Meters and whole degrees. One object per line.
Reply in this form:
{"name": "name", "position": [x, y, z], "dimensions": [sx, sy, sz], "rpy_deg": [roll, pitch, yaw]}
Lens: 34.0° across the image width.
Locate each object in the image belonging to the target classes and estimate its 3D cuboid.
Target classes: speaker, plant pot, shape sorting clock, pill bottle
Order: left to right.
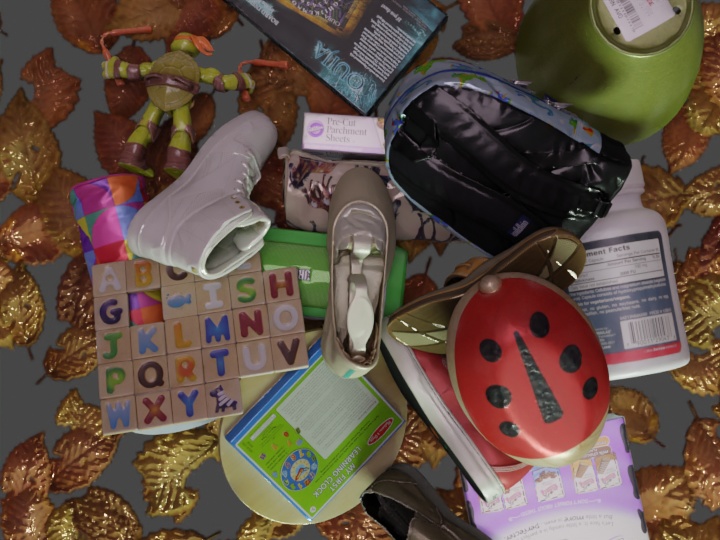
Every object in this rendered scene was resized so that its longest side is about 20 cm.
{"name": "speaker", "position": [-0.055, 0.005, 1.174], "dimensions": [0.198, 0.088, 0.089], "rpy_deg": [6, 88, 3]}
{"name": "shape sorting clock", "position": [-0.045, 0.153, 1.154], "dimensions": [0.198, 0.039, 0.202], "rpy_deg": [-5, 103, -22]}
{"name": "pill bottle", "position": [0.243, 0.000, 1.141], "dimensions": [0.119, 0.120, 0.202], "rpy_deg": [-9, 87, 3]}
{"name": "plant pot", "position": [0.246, -0.223, 1.109], "dimensions": [0.185, 0.200, 0.189], "rpy_deg": [0, 88, 3]}

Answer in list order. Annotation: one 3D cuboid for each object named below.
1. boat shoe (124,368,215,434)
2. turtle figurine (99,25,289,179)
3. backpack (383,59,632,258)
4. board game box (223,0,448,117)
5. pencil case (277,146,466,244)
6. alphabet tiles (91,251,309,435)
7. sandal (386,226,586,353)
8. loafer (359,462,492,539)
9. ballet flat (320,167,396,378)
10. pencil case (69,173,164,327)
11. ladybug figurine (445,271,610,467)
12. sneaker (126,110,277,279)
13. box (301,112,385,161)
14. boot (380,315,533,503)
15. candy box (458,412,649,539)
{"name": "boat shoe", "position": [-0.147, 0.090, 1.161], "dimensions": [0.201, 0.075, 0.086], "rpy_deg": [-20, 53, -13]}
{"name": "turtle figurine", "position": [-0.179, -0.174, 1.185], "dimensions": [0.198, 0.064, 0.163], "rpy_deg": [9, 78, 1]}
{"name": "backpack", "position": [0.113, -0.102, 1.062], "dimensions": [0.199, 0.154, 0.164], "rpy_deg": [19, 123, -22]}
{"name": "board game box", "position": [-0.028, -0.270, 1.211], "dimensions": [0.200, 0.028, 0.135], "rpy_deg": [40, 91, 3]}
{"name": "pencil case", "position": [0.014, -0.078, 1.175], "dimensions": [0.198, 0.078, 0.090], "rpy_deg": [5, 108, 3]}
{"name": "alphabet tiles", "position": [-0.152, 0.059, 1.112], "dimensions": [0.198, 0.008, 0.169], "rpy_deg": [-9, 71, 2]}
{"name": "sandal", "position": [0.113, 0.014, 1.057], "dimensions": [0.199, 0.054, 0.080], "rpy_deg": [-34, 124, 26]}
{"name": "loafer", "position": [0.069, 0.267, 1.123], "dimensions": [0.200, 0.069, 0.076], "rpy_deg": [40, 126, 38]}
{"name": "ballet flat", "position": [0.000, 0.000, 1.097], "dimensions": [0.069, 0.069, 0.202], "rpy_deg": [2, 86, 3]}
{"name": "pencil case", "position": [-0.237, 0.004, 1.186], "dimensions": [0.088, 0.088, 0.202], "rpy_deg": [-13, 86, 2]}
{"name": "ladybug figurine", "position": [0.148, 0.092, 1.017], "dimensions": [0.135, 0.072, 0.201], "rpy_deg": [-29, 112, 4]}
{"name": "sneaker", "position": [-0.117, -0.069, 1.134], "dimensions": [0.115, 0.074, 0.200], "rpy_deg": [21, 58, 31]}
{"name": "box", "position": [0.040, -0.132, 1.197], "dimensions": [0.198, 0.039, 0.042], "rpy_deg": [5, 86, 3]}
{"name": "boot", "position": [0.117, 0.099, 1.125], "dimensions": [0.144, 0.072, 0.200], "rpy_deg": [-36, 76, -8]}
{"name": "candy box", "position": [0.193, 0.256, 1.158], "dimensions": [0.166, 0.072, 0.202], "rpy_deg": [-11, 87, 2]}
